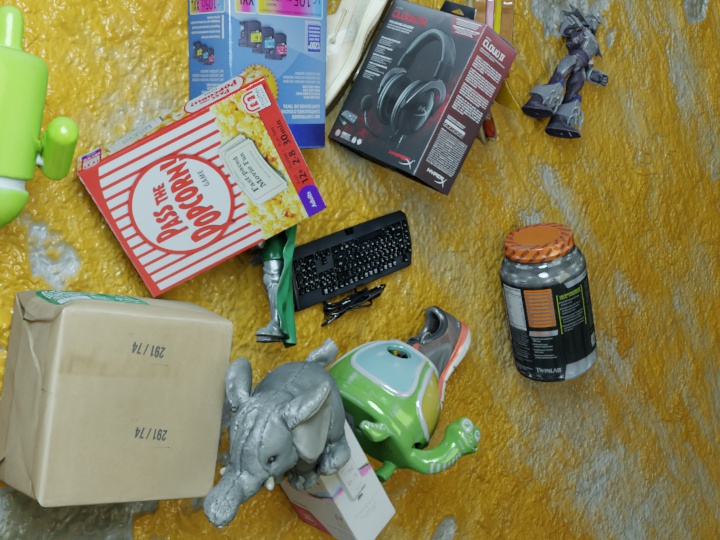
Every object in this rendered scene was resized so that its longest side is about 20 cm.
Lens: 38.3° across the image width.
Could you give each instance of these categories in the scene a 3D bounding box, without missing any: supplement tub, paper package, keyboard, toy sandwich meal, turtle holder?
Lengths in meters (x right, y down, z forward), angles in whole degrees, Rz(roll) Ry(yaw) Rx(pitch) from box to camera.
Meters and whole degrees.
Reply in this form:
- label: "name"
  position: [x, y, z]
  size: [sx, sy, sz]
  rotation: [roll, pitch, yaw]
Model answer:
- label: "supplement tub"
  position: [0.263, 0.044, 1.459]
  size: [0.122, 0.122, 0.203]
  rotation: [-29, 117, -37]
- label: "paper package"
  position: [-0.235, 0.122, 1.005]
  size: [0.198, 0.103, 0.194]
  rotation: [7, 91, -44]
- label: "keyboard"
  position: [0.000, 0.000, 1.254]
  size: [0.199, 0.039, 0.106]
  rotation: [-22, 112, -39]
- label: "toy sandwich meal"
  position: [0.166, -0.259, 1.291]
  size: [0.205, 0.069, 0.208]
  rotation: [-4, 90, -78]
- label: "turtle holder"
  position: [0.039, 0.158, 1.218]
  size: [0.132, 0.184, 0.142]
  rotation: [-47, 125, -25]

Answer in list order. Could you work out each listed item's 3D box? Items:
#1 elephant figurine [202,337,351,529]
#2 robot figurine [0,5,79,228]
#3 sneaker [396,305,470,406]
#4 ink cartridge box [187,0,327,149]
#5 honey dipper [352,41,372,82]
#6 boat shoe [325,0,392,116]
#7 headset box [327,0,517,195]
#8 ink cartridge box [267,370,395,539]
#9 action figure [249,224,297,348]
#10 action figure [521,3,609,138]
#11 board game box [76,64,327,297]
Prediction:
- label: "elephant figurine"
  position: [-0.082, 0.152, 1.016]
  size: [0.157, 0.140, 0.200]
  rotation: [67, 7, 16]
- label: "robot figurine"
  position: [-0.325, -0.121, 0.862]
  size: [0.173, 0.115, 0.203]
  rotation: [9, 93, -22]
- label: "sneaker"
  position: [0.067, 0.133, 1.332]
  size: [0.082, 0.077, 0.201]
  rotation: [42, 60, -26]
- label: "ink cartridge box"
  position: [-0.106, -0.198, 1.091]
  size: [0.135, 0.076, 0.203]
  rotation: [-8, 105, -43]
- label: "honey dipper"
  position: [0.021, -0.318, 1.221]
  size: [0.038, 0.038, 0.203]
  rotation: [21, 86, -44]
- label: "boat shoe"
  position: [-0.023, -0.261, 1.170]
  size: [0.064, 0.072, 0.202]
  rotation: [27, 90, -2]
- label: "headset box"
  position: [0.073, -0.208, 1.180]
  size: [0.077, 0.148, 0.202]
  rotation: [22, 95, -49]
- label: "ink cartridge box"
  position: [-0.052, 0.217, 1.190]
  size: [0.067, 0.116, 0.201]
  rotation: [-44, 124, -29]
- label: "action figure"
  position: [-0.093, -0.025, 1.130]
  size: [0.054, 0.118, 0.203]
  rotation: [2, 75, -6]
- label: "action figure"
  position: [0.306, -0.289, 1.479]
  size: [0.130, 0.069, 0.202]
  rotation: [39, 68, -36]
- label: "board game box"
  position: [-0.153, -0.085, 1.018]
  size: [0.198, 0.046, 0.153]
  rotation: [-27, 120, 0]
